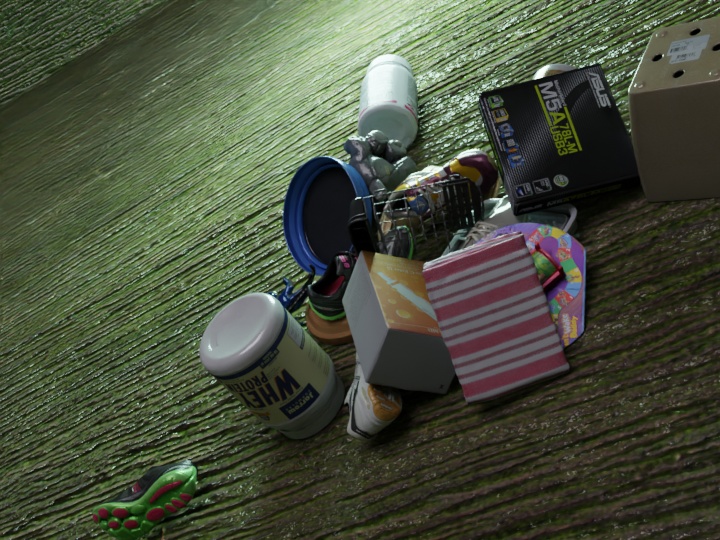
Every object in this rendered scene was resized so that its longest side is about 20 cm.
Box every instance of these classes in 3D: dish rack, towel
[{"bbox_3d":[0.221,-0.029,1.504,0.200,0.044,0.172,8,55,48],"label":"dish rack"},{"bbox_3d":[0.177,0.063,1.328,0.146,0.200,0.030,-19,-5,10],"label":"towel"},{"bbox_3d":[0.086,-0.071,1.489,0.200,0.153,0.055,-11,61,5],"label":"dish rack"}]

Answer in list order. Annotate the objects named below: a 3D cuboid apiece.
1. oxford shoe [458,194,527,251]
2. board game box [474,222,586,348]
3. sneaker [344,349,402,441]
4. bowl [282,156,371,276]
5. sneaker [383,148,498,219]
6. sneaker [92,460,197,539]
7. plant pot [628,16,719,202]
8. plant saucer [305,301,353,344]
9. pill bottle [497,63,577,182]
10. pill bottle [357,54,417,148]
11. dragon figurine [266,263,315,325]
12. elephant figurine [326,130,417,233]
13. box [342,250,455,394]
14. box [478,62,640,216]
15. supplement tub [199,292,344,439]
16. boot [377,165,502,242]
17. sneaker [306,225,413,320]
[{"bbox_3d":[0.183,-0.042,1.468,0.075,0.058,0.200,6,53,48],"label":"oxford shoe"},{"bbox_3d":[0.224,0.020,1.365,0.158,0.039,0.200,0,69,17],"label":"board game box"},{"bbox_3d":[0.009,0.164,1.460,0.088,0.076,0.200,-51,15,26],"label":"sneaker"},{"bbox_3d":[-0.055,-0.091,1.695,0.201,0.039,0.201,1,91,48],"label":"bowl"},{"bbox_3d":[0.122,-0.119,1.529,0.200,0.075,0.090,-20,20,49],"label":"sneaker"},{"bbox_3d":[-0.329,0.357,1.569,0.200,0.077,0.084,-26,14,19],"label":"sneaker"},{"bbox_3d":[0.475,-0.231,1.371,0.200,0.177,0.200,-2,50,43],"label":"plant pot"},{"bbox_3d":[-0.009,0.034,1.665,0.200,0.032,0.200,-26,37,21],"label":"plant saucer"},{"bbox_3d":[0.293,-0.221,1.591,0.114,0.114,0.200,-1,50,44],"label":"pill bottle"},{"bbox_3d":[0.055,-0.325,1.945,0.113,0.113,0.200,-23,37,23],"label":"pill bottle"},{"bbox_3d":[-0.128,0.070,1.681,0.200,0.059,0.100,-33,33,43],"label":"dragon figurine"},{"bbox_3d":[0.006,-0.134,1.766,0.155,0.142,0.200,-22,-24,-42],"label":"elephant figurine"},{"bbox_3d":[0.060,0.071,1.444,0.200,0.124,0.098,-109,34,-54],"label":"box"},{"bbox_3d":[0.292,-0.195,1.489,0.193,0.048,0.200,-14,67,1],"label":"box"},{"bbox_3d":[-0.128,0.145,1.498,0.145,0.200,0.145,-26,36,20],"label":"supplement tub"},{"bbox_3d":[0.132,-0.103,1.646,0.155,0.073,0.200,3,41,46],"label":"boot"},{"bbox_3d":[0.000,0.000,1.585,0.200,0.084,0.077,-40,47,3],"label":"sneaker"}]
